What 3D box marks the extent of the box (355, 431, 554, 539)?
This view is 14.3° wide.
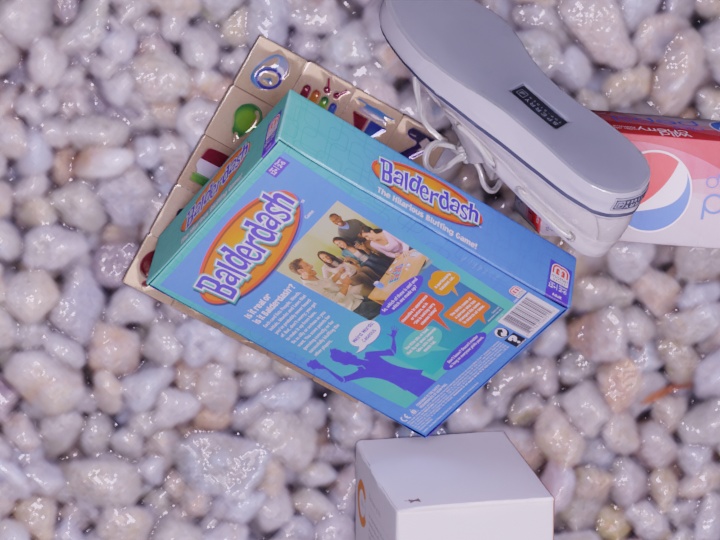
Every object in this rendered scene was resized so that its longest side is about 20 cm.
[{"bbox_3d":[0.054,0.213,1.721,0.097,0.124,0.201,-4,107,-11],"label":"box"}]

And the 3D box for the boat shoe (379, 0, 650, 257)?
[{"bbox_3d":[0.079,-0.079,1.643,0.074,0.202,0.086,-28,150,-41],"label":"boat shoe"}]

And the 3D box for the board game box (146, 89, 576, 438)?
[{"bbox_3d":[0.000,0.000,1.646,0.199,0.045,0.152,30,133,-18],"label":"board game box"}]

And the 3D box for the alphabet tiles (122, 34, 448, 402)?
[{"bbox_3d":[-0.016,-0.021,1.704,0.199,0.008,0.168,28,98,-18],"label":"alphabet tiles"}]

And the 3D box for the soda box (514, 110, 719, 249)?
[{"bbox_3d":[0.197,-0.052,1.709,0.199,0.063,0.070,4,104,-12],"label":"soda box"}]
